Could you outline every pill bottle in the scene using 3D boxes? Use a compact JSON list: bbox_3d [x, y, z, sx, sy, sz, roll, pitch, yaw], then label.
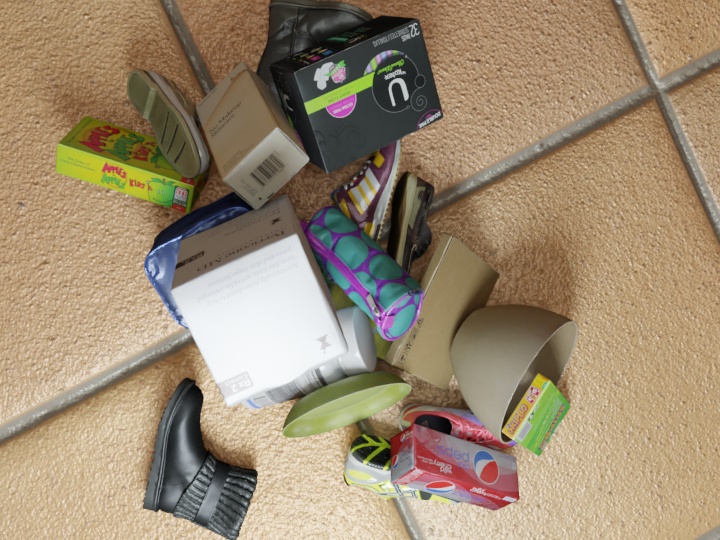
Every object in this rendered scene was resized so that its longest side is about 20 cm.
[{"bbox_3d":[-0.082,0.122,1.126,0.196,0.114,0.116,-17,90,15],"label":"pill bottle"}]

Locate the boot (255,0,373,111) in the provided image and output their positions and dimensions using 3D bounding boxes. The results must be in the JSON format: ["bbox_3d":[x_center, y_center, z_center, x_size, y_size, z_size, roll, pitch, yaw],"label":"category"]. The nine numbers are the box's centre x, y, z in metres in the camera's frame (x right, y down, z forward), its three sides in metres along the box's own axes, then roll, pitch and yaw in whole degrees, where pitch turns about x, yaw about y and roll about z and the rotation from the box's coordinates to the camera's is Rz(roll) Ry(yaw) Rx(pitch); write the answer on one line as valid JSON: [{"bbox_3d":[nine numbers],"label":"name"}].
[{"bbox_3d":[-0.079,-0.300,1.182,0.177,0.073,0.205,8,82,9],"label":"boot"}]

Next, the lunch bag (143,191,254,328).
[{"bbox_3d":[-0.203,-0.026,1.136,0.197,0.133,0.138,-26,110,-1],"label":"lunch bag"}]

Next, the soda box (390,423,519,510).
[{"bbox_3d":[0.139,0.290,1.150,0.197,0.063,0.071,22,50,-26],"label":"soda box"}]

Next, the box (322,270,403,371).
[{"bbox_3d":[0.021,0.066,1.197,0.197,0.048,0.119,26,88,-6],"label":"box"}]

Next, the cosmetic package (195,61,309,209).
[{"bbox_3d":[-0.151,-0.188,1.070,0.103,0.201,0.073,-41,133,10],"label":"cosmetic package"}]

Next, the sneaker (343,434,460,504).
[{"bbox_3d":[0.065,0.312,1.194,0.196,0.076,0.077,22,123,-10],"label":"sneaker"}]

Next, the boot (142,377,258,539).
[{"bbox_3d":[-0.221,0.277,1.156,0.154,0.079,0.216,15,99,3],"label":"boot"}]

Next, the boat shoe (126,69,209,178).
[{"bbox_3d":[-0.263,-0.218,1.135,0.068,0.075,0.202,-11,59,-45],"label":"boat shoe"}]

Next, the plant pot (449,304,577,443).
[{"bbox_3d":[0.209,0.130,1.154,0.133,0.200,0.202,32,86,28],"label":"plant pot"}]

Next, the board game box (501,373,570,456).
[{"bbox_3d":[0.264,0.217,1.156,0.030,0.200,0.096,32,86,32],"label":"board game box"}]

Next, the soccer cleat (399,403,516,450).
[{"bbox_3d":[0.157,0.242,1.190,0.195,0.073,0.070,8,89,-4],"label":"soccer cleat"}]

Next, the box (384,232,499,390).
[{"bbox_3d":[0.126,0.067,1.163,0.021,0.163,0.203,22,84,40],"label":"box"}]

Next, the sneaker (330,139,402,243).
[{"bbox_3d":[0.004,-0.126,1.185,0.088,0.075,0.205,14,86,-5],"label":"sneaker"}]

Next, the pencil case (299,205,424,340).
[{"bbox_3d":[0.000,0.000,1.091,0.200,0.092,0.086,44,119,26],"label":"pencil case"}]

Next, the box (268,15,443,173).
[{"bbox_3d":[-0.006,-0.256,1.123,0.197,0.124,0.151,-28,117,-15],"label":"box"}]

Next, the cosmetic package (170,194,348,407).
[{"bbox_3d":[-0.127,0.030,0.990,0.162,0.200,0.168,-24,110,-2],"label":"cosmetic package"}]

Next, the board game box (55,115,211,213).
[{"bbox_3d":[-0.326,-0.155,1.141,0.196,0.102,0.048,17,124,-4],"label":"board game box"}]

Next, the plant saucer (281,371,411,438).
[{"bbox_3d":[-0.023,0.189,1.125,0.196,0.201,0.032,-20,69,-5],"label":"plant saucer"}]

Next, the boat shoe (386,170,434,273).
[{"bbox_3d":[0.077,-0.052,1.172,0.063,0.073,0.205,13,71,-11],"label":"boat shoe"}]
